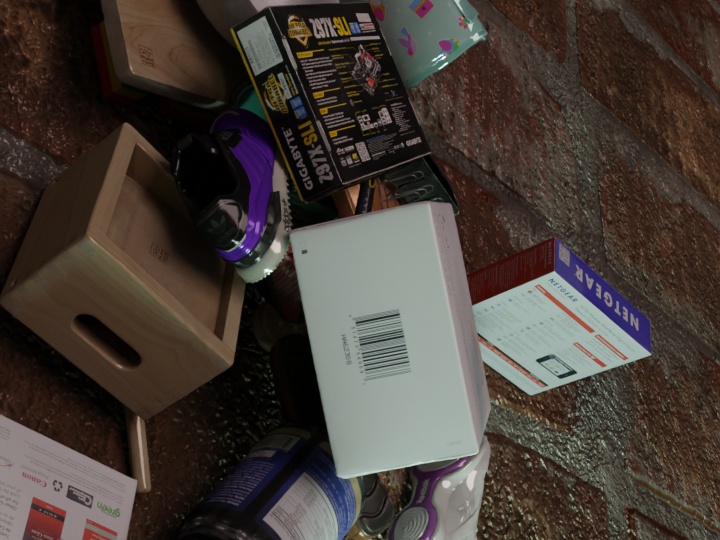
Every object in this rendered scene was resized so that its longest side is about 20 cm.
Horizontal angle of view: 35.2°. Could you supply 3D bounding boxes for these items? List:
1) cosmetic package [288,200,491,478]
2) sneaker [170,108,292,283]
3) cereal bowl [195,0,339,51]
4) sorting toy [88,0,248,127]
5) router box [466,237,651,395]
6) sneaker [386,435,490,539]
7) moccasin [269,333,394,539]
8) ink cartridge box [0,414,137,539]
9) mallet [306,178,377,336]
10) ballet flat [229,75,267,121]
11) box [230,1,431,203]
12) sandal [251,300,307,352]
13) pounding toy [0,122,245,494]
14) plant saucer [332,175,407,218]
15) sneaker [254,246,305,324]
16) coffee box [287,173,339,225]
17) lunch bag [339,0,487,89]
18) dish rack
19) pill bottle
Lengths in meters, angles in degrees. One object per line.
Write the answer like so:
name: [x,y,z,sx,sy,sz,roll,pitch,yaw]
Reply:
cosmetic package: [0.034,0.050,0.977,0.200,0.121,0.203,-20,99,-81]
sneaker: [-0.113,-0.089,0.939,0.099,0.069,0.201,39,23,-36]
cereal bowl: [-0.108,-0.285,1.090,0.200,0.082,0.202,40,38,-42]
sorting toy: [-0.191,-0.241,1.075,0.199,0.069,0.202,8,64,-58]
router box: [0.213,0.061,1.328,0.199,0.178,0.049,36,46,-33]
sneaker: [0.088,0.252,1.173,0.201,0.074,0.101,-54,126,-45]
moccasin: [-0.035,0.156,1.066,0.073,0.077,0.203,-35,102,-38]
ink cartridge box: [-0.261,0.191,0.744,0.199,0.083,0.177,36,42,-33]
mallet: [0.000,0.000,1.112,0.065,0.041,0.203,22,80,-40]
ballet flat: [-0.054,-0.156,1.111,0.198,0.068,0.069,19,33,-41]
box: [-0.019,-0.158,1.024,0.200,0.049,0.162,-28,94,-61]
sandal: [-0.025,0.016,1.150,0.078,0.069,0.211,59,37,-8]
pounding toy: [-0.183,0.033,0.918,0.200,0.141,0.185,45,27,-28]
plant saucer: [0.014,-0.086,1.236,0.201,0.032,0.202,57,21,-36]
sneaker: [-0.112,-0.034,1.060,0.097,0.071,0.203,-26,90,-23]
coffee box: [-0.085,-0.155,1.193,0.122,0.044,0.203,15,58,-47]
lunch bag: [0.028,-0.288,1.278,0.171,0.199,0.122,55,38,-11]
dish rack: [0.066,-0.036,1.198,0.153,0.054,0.202,46,30,-50]
pill bottle: [-0.085,0.221,0.929,0.113,0.111,0.200,58,38,-8]
